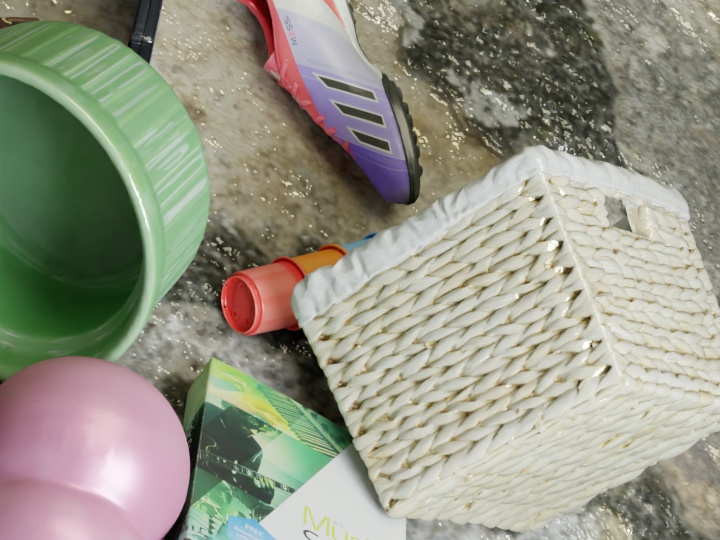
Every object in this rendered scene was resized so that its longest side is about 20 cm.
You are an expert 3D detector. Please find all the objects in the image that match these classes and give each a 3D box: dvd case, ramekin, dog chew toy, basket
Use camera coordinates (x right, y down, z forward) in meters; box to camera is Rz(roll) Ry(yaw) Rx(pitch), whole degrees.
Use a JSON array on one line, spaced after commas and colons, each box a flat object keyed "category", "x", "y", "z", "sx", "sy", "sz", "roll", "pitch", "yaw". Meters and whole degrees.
[{"category": "dvd case", "x": -0.133, "y": -0.165, "z": 1.731, "sx": 0.017, "sy": 0.143, "sz": 0.201, "roll": 13, "pitch": 49, "yaw": -5}, {"category": "ramekin", "x": -0.183, "y": -0.044, "z": 1.565, "sx": 0.200, "sy": 0.200, "sz": 0.098, "roll": 44, "pitch": 35, "yaw": 1}, {"category": "dog chew toy", "x": -0.166, "y": 0.147, "z": 1.486, "sx": 0.124, "sy": 0.125, "sz": 0.201, "roll": 27, "pitch": 53, "yaw": -17}, {"category": "basket", "x": 0.101, "y": 0.048, "z": 1.672, "sx": 0.198, "sy": 0.199, "sz": 0.162, "roll": 12, "pitch": 53, "yaw": -56}]

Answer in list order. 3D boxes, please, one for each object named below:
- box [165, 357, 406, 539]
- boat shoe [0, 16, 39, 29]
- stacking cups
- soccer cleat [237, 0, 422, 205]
[{"category": "box", "x": -0.041, "y": 0.145, "z": 1.594, "sx": 0.144, "sy": 0.036, "sz": 0.200, "roll": 29, "pitch": 26, "yaw": -15}, {"category": "boat shoe", "x": -0.255, "y": -0.116, "z": 1.657, "sx": 0.199, "sy": 0.070, "sz": 0.071, "roll": -7, "pitch": 58, "yaw": -47}, {"category": "stacking cups", "x": 0.000, "y": 0.000, "z": 1.760, "sx": 0.199, "sy": 0.061, "sz": 0.061, "roll": -9, "pitch": 64, "yaw": -40}, {"category": "soccer cleat", "x": -0.023, "y": -0.125, "z": 1.847, "sx": 0.073, "sy": 0.068, "sz": 0.201, "roll": -21, "pitch": 74, "yaw": -19}]
